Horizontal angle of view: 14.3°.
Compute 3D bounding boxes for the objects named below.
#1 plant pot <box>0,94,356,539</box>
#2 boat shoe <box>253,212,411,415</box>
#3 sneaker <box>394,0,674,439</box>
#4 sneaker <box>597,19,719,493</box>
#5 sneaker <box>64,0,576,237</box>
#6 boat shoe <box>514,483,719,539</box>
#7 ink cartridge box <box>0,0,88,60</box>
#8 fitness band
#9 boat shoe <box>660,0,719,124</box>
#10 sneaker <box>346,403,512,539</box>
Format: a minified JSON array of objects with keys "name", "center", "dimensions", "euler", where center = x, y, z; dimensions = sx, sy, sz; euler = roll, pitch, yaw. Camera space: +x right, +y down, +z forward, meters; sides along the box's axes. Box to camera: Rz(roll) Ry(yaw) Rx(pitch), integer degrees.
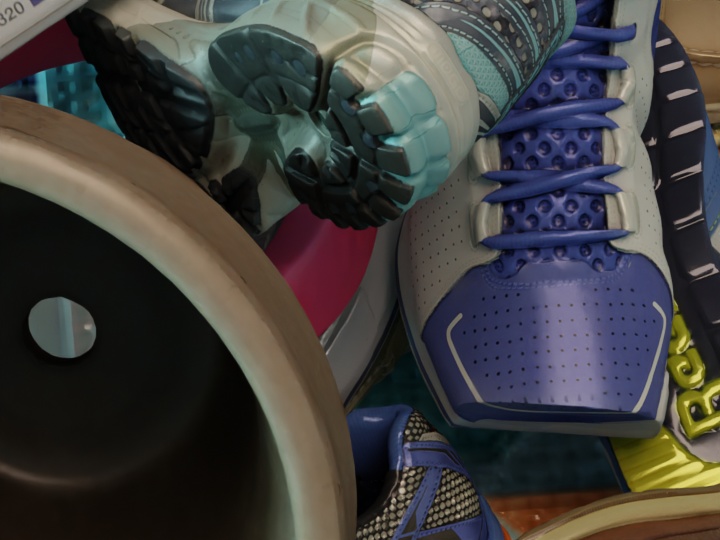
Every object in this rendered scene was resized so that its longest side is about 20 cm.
[{"name":"plant pot","center":[-0.093,0.037,0.715],"dimensions":[0.200,0.200,0.175],"euler":[13,19,2]},{"name":"boat shoe","center":[0.000,0.000,0.894],"dimensions":[0.072,0.062,0.200],"euler":[5,57,42]},{"name":"sneaker","center":[0.048,-0.059,0.815],"dimensions":[0.080,0.115,0.200],"euler":[0,66,3]},{"name":"sneaker","center":[0.090,0.009,0.890],"dimensions":[0.074,0.082,0.200],"euler":[-18,63,7]},{"name":"sneaker","center":[-0.009,-0.057,0.777],"dimensions":[0.086,0.200,0.078],"euler":[-36,112,-21]},{"name":"boat shoe","center":[0.092,0.100,0.767],"dimensions":[0.200,0.072,0.068],"euler":[-19,39,-19]},{"name":"ink cartridge box","center":[-0.138,-0.073,0.839],"dimensions":[0.196,0.200,0.043],"euler":[-37,105,-15]},{"name":"fitness band","center":[-0.077,-0.027,0.879],"dimensions":[0.144,0.037,0.200],"euler":[-30,41,-8]},{"name":"boat shoe","center":[0.070,-0.100,0.959],"dimensions":[0.200,0.069,0.074],"euler":[8,59,-1]},{"name":"sneaker","center":[-0.046,0.102,0.808],"dimensions":[0.200,0.079,0.075],"euler":[-32,27,-28]}]
